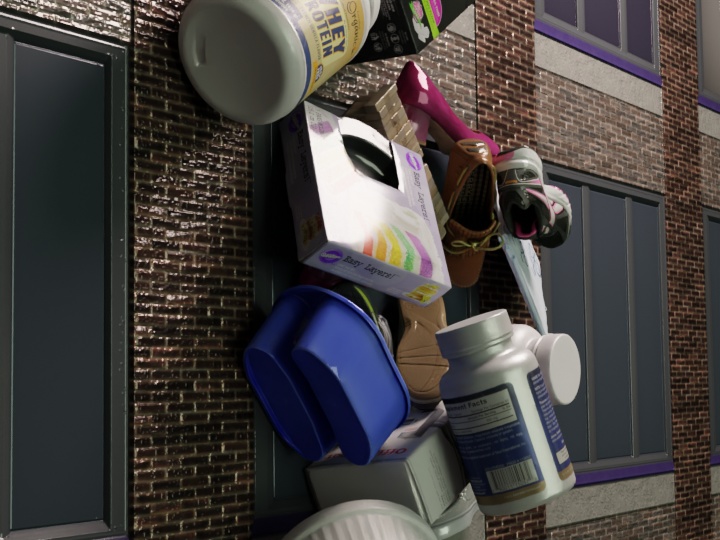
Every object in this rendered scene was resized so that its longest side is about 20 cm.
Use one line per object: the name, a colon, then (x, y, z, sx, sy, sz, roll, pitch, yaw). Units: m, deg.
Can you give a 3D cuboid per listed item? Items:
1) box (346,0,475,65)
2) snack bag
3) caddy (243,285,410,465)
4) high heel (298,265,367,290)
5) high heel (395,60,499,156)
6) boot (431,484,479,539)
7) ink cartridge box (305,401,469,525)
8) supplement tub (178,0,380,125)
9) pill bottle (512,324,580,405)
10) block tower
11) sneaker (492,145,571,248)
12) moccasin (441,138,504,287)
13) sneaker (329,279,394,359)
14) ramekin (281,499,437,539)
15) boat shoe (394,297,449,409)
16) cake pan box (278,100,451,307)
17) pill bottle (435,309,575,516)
box: (0.038, -0.348, 1.576, 0.200, 0.123, 0.150, -48, 126, -47)
snack bag: (0.211, -0.023, 1.823, 0.201, 0.021, 0.190, -87, 156, -56)
caddy: (-0.030, 0.108, 1.417, 0.105, 0.140, 0.201, -52, 129, -40)
high heel: (0.000, 0.000, 1.544, 0.199, 0.067, 0.097, -2, 124, -51)
high heel: (0.116, -0.196, 1.705, 0.199, 0.067, 0.097, 8, 91, -51)
boot: (0.108, 0.259, 1.675, 0.200, 0.073, 0.097, -26, 102, -62)
ink cartridge box: (0.054, 0.207, 1.522, 0.200, 0.145, 0.086, -38, 112, -51)
supplement tub: (-0.077, -0.252, 1.382, 0.200, 0.143, 0.145, -48, 125, -46)
pill bottle: (0.158, 0.120, 1.636, 0.108, 0.198, 0.110, 9, 80, -55)
block tower: (0.043, -0.121, 1.623, 0.054, 0.057, 0.201, -53, 130, -43)
sneaker: (0.212, -0.070, 1.721, 0.200, 0.080, 0.087, 42, 44, -51)
moccasin: (0.138, -0.062, 1.689, 0.078, 0.073, 0.203, -108, -156, -53)
sneaker: (-0.003, 0.072, 1.510, 0.201, 0.073, 0.082, 79, 15, -49)
ramekin: (0.002, 0.342, 1.381, 0.203, 0.201, 0.094, 59, 1, -33)
boat shoe: (0.073, 0.096, 1.584, 0.201, 0.071, 0.065, -96, -176, -52)
cake pan box: (0.004, -0.073, 1.474, 0.183, 0.052, 0.201, 23, 43, -38)
pill bottle: (0.148, 0.149, 1.451, 0.111, 0.110, 0.202, -20, 92, -54)
